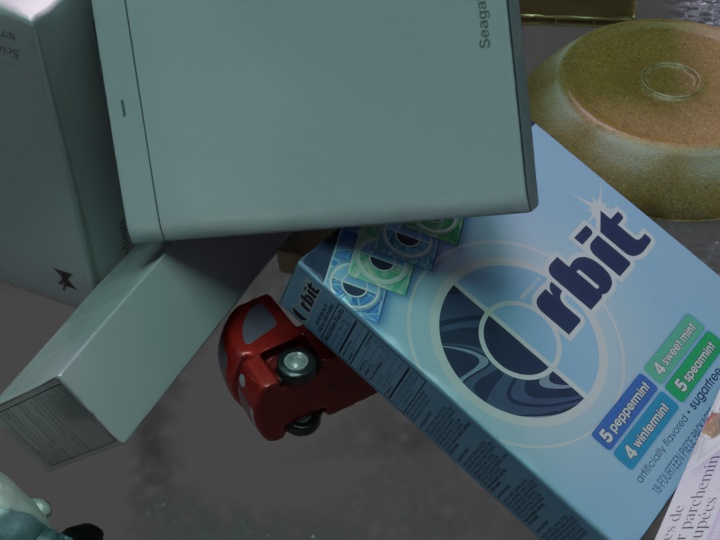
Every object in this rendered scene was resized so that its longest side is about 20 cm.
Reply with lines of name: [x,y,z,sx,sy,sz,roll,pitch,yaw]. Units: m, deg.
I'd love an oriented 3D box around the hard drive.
hard drive: [-0.024,-0.085,0.585,0.199,0.132,0.027,-4,10,19]

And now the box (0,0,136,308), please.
box: [-0.205,-0.108,0.716,0.198,0.200,0.131,17,46,19]

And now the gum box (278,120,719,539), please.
gum box: [0.089,0.024,0.633,0.200,0.045,0.170,41,55,8]

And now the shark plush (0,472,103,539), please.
shark plush: [-0.194,0.133,0.590,0.199,0.091,0.084,18,66,-9]

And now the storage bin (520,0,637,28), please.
storage bin: [0.107,-0.279,0.886,0.198,0.200,0.094,3,46,5]

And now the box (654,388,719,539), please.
box: [0.178,0.090,0.580,0.039,0.041,0.200,-17,33,53]

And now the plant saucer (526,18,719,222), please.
plant saucer: [0.200,-0.110,0.824,0.199,0.036,0.201,-1,44,1]

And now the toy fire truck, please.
toy fire truck: [0.000,0.000,0.706,0.200,0.049,0.141,-23,47,-20]

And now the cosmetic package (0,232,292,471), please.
cosmetic package: [-0.101,0.012,0.667,0.082,0.051,0.200,-21,25,47]
